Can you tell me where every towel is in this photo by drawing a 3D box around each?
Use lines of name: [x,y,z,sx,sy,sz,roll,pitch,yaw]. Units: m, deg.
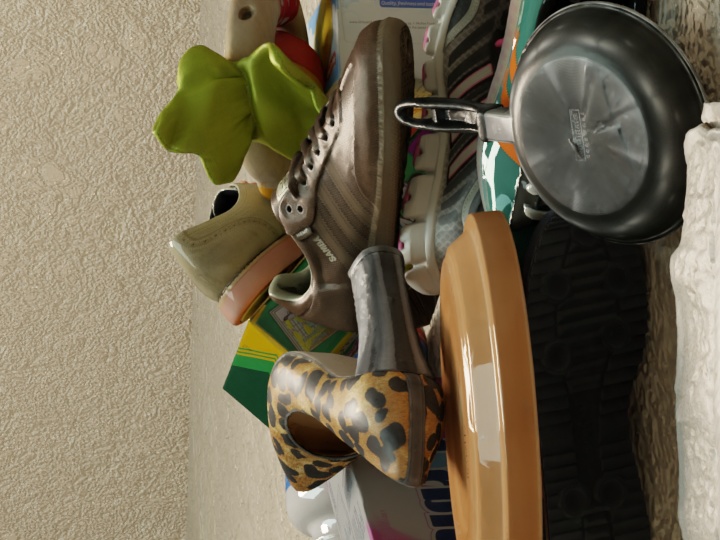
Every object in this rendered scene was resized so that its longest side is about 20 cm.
towel: [0.158,0.031,0.705,0.133,0.034,0.201,-168,76,-80]

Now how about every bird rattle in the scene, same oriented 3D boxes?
bird rattle: [-0.064,-0.133,1.106,0.163,0.112,0.201,74,-171,-59]

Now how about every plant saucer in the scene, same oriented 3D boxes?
plant saucer: [0.061,0.072,0.890,0.200,0.032,0.201,175,90,-89]

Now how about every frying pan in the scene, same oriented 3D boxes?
frying pan: [0.083,-0.082,0.848,0.190,0.031,0.115,32,129,33]

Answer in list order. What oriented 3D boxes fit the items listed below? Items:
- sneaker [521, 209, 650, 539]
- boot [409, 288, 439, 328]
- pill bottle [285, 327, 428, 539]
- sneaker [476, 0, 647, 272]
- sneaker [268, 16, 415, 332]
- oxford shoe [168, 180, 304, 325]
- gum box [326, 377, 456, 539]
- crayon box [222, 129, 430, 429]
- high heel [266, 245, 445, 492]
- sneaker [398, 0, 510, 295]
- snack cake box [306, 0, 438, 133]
sneaker: [0.102,0.063,0.913,0.082,0.070,0.201,-169,79,-75]
boot: [0.019,-0.053,1.330,0.200,0.186,0.064,57,148,9]
pill bottle: [-0.001,0.136,1.336,0.112,0.112,0.201,109,162,-62]
sneaker: [0.102,-0.081,0.896,0.080,0.071,0.201,-109,21,-68]
sneaker: [-0.013,-0.048,1.001,0.071,0.075,0.201,-77,-7,-55]
oxford shoe: [-0.053,-0.039,1.179,0.071,0.074,0.200,-52,-4,31]
gum box: [0.047,0.143,1.099,0.200,0.113,0.066,-109,20,-60]
crayon box: [0.000,0.000,1.174,0.200,0.058,0.173,-49,-5,-20]
high heel: [-0.007,0.102,0.994,0.200,0.071,0.143,112,157,-44]
sneaker: [0.081,-0.081,0.992,0.074,0.087,0.201,13,-94,-60]
snack cake box: [0.023,-0.135,1.195,0.200,0.114,0.068,146,122,-77]
